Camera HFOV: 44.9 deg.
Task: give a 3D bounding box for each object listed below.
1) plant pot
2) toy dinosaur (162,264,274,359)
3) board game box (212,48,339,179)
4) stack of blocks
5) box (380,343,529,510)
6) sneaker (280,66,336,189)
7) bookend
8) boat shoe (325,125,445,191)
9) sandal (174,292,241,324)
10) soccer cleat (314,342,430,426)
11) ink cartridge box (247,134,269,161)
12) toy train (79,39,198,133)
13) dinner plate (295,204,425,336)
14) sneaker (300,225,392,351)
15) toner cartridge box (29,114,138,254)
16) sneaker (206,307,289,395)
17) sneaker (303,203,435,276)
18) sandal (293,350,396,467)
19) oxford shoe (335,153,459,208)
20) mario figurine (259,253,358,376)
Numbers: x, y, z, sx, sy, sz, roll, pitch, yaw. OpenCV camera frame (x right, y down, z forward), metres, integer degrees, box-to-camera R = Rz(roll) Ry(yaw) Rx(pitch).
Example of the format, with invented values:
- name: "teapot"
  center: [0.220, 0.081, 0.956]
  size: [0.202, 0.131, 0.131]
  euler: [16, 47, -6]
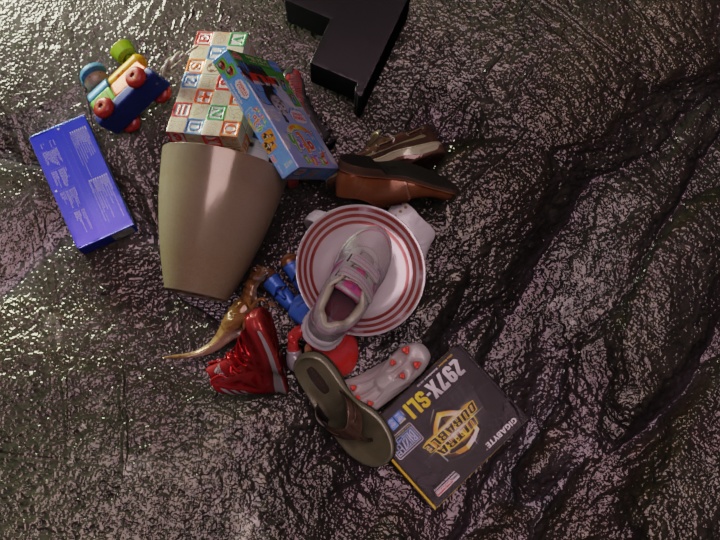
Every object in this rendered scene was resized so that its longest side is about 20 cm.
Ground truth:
- name: "plant pot"
  center: [-0.217, -0.061, 1.263]
  size: [0.187, 0.187, 0.200]
  euler: [12, 82, -1]
- name: "toy dinosaur"
  center: [-0.189, 0.085, 1.315]
  size: [0.106, 0.060, 0.200]
  euler: [37, 86, 5]
- name: "board game box"
  center: [-0.120, -0.225, 1.286]
  size: [0.037, 0.151, 0.200]
  euler: [-33, 83, 21]
- name: "stack of blocks"
  center: [-0.219, -0.280, 1.375]
  size: [0.115, 0.059, 0.200]
  euler: [5, 65, 10]
- name: "box"
  center: [0.129, 0.234, 1.322]
  size: [0.200, 0.049, 0.160]
  euler: [-41, 81, -11]
- name: "sneaker"
  center: [-0.089, -0.231, 1.398]
  size: [0.098, 0.071, 0.201]
  euler: [-4, 80, -4]
- name: "bookend"
  center: [-0.048, -0.389, 1.424]
  size: [0.199, 0.092, 0.200]
  euler: [23, 79, 3]
- name: "boat shoe"
  center: [0.031, -0.184, 1.398]
  size: [0.202, 0.075, 0.075]
  euler: [-16, 70, -18]
- name: "sandal"
  center: [-0.224, 0.041, 1.350]
  size: [0.200, 0.045, 0.075]
  euler: [44, 84, -9]
- name: "soccer cleat"
  center: [0.023, 0.178, 1.321]
  size: [0.200, 0.078, 0.069]
  euler: [-34, 75, 10]
- name: "ink cartridge box"
  center: [-0.216, -0.126, 1.384]
  size: [0.099, 0.039, 0.200]
  euler: [22, 79, 2]
- name: "toy train"
  center: [-0.351, -0.322, 1.376]
  size: [0.200, 0.085, 0.116]
  euler: [-40, 68, 11]
- name: "dinner plate"
  center: [0.000, 0.000, 1.307]
  size: [0.200, 0.024, 0.200]
  euler: [3, 77, -13]
- name: "sneaker"
  center: [-0.009, 0.021, 1.242]
  size: [0.081, 0.088, 0.200]
  euler: [29, 74, -7]
- name: "toner cartridge box"
  center: [-0.434, -0.135, 1.369]
  size: [0.095, 0.043, 0.200]
  euler: [-24, 81, -9]
- name: "sneaker"
  center: [-0.171, 0.131, 1.254]
  size: [0.115, 0.200, 0.078]
  euler: [-11, 51, -2]
- name: "sneaker"
  center: [0.019, -0.070, 1.374]
  size: [0.200, 0.074, 0.116]
  euler: [28, 75, -6]
- name: "sandal"
  center: [-0.032, 0.207, 1.258]
  size: [0.080, 0.057, 0.201]
  euler: [-42, 88, 22]
- name: "oxford shoe"
  center: [0.055, -0.128, 1.341]
  size: [0.200, 0.071, 0.071]
  euler: [7, 116, -17]
- name: "mario figurine"
  center: [-0.072, 0.078, 1.342]
  size: [0.106, 0.123, 0.200]
  euler: [-15, 66, -48]
